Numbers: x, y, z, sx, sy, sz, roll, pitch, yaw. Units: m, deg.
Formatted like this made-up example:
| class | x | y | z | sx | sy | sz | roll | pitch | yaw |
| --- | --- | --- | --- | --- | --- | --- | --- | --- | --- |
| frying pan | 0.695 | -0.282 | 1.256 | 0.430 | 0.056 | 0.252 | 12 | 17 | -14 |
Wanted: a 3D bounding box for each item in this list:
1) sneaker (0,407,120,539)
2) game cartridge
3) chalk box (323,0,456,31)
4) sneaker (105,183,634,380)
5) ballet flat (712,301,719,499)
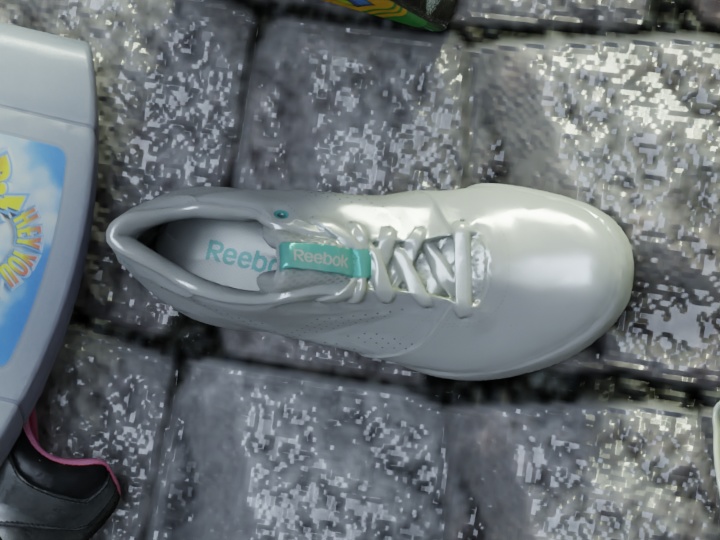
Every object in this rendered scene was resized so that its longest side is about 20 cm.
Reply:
| class | x | y | z | sx | sy | sz | roll | pitch | yaw |
| --- | --- | --- | --- | --- | --- | --- | --- | --- | --- |
| sneaker | -0.173 | 0.046 | 1.044 | 0.095 | 0.079 | 0.200 | -41 | 79 | -6 |
| game cartridge | -0.174 | -0.011 | 1.015 | 0.133 | 0.040 | 0.201 | 14 | 69 | -4 |
| chalk box | -0.031 | -0.174 | 0.943 | 0.124 | 0.200 | 0.125 | 18 | 91 | 17 |
| sneaker | 0.000 | 0.000 | 0.978 | 0.199 | 0.088 | 0.076 | 2 | 85 | 17 |
| ballet flat | 0.162 | 0.035 | 0.942 | 0.067 | 0.067 | 0.201 | 2 | 87 | 30 |
